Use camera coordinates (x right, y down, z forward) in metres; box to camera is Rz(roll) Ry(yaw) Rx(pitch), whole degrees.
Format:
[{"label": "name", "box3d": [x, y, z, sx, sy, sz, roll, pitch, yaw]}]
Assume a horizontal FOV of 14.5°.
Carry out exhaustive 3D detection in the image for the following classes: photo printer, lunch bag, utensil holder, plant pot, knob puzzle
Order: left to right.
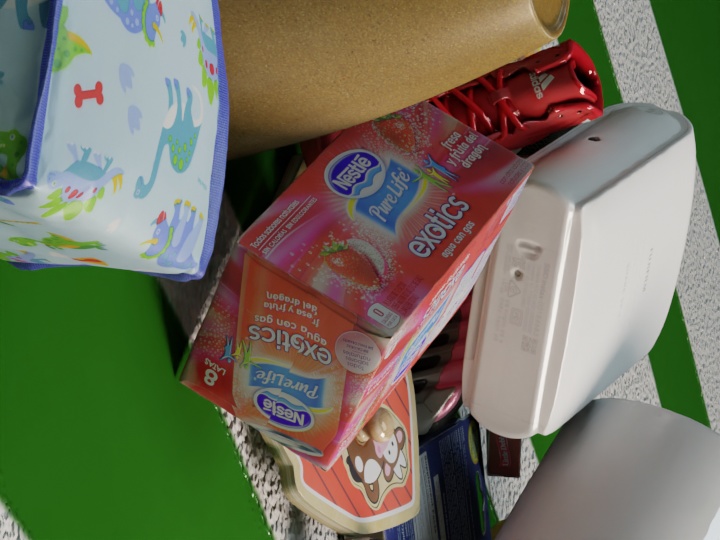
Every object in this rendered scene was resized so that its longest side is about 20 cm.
[{"label": "lunch bag", "box3d": [-0.132, -0.111, 1.182, 0.170, 0.127, 0.200, 30, 68, -66]}, {"label": "knob puzzle", "box3d": [-0.004, 0.061, 1.589, 0.220, 0.030, 0.220, 40, 43, -52]}, {"label": "plant pot", "box3d": [0.001, -0.153, 1.454, 0.186, 0.200, 0.187, -3, 90, -71]}, {"label": "photo printer", "box3d": [0.139, -0.007, 1.704, 0.200, 0.069, 0.167, -32, 136, -55]}, {"label": "utensil holder", "box3d": [0.150, 0.201, 1.686, 0.200, 0.170, 0.170, -57, 144, -24]}]

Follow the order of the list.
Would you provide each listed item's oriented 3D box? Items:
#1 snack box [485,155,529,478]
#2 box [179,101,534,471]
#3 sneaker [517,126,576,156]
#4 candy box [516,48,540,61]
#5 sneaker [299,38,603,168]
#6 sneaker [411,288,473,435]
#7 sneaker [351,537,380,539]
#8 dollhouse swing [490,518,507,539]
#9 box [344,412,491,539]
[{"label": "snack box", "box3d": [0.094, 0.031, 1.785, 0.072, 0.024, 0.200, -87, 178, -57]}, {"label": "box", "box3d": [0.000, 0.000, 1.482, 0.200, 0.095, 0.103, -49, 167, -52]}, {"label": "sneaker", "box3d": [0.082, -0.078, 1.853, 0.076, 0.114, 0.199, -63, 177, -21]}, {"label": "candy box", "box3d": [0.071, -0.225, 1.875, 0.115, 0.055, 0.200, -57, 138, -59]}, {"label": "sneaker", "box3d": [0.062, -0.098, 1.630, 0.200, 0.115, 0.078, -23, 89, -46]}, {"label": "sneaker", "box3d": [0.051, 0.023, 1.757, 0.095, 0.079, 0.200, 77, 20, -56]}, {"label": "sneaker", "box3d": [0.017, 0.252, 1.603, 0.130, 0.079, 0.200, 31, 45, -80]}, {"label": "dollhouse swing", "box3d": [0.165, 0.277, 1.829, 0.176, 0.200, 0.182, -81, 158, -54]}, {"label": "box", "box3d": [0.037, 0.163, 1.730, 0.200, 0.032, 0.121, -23, 108, -68]}]
